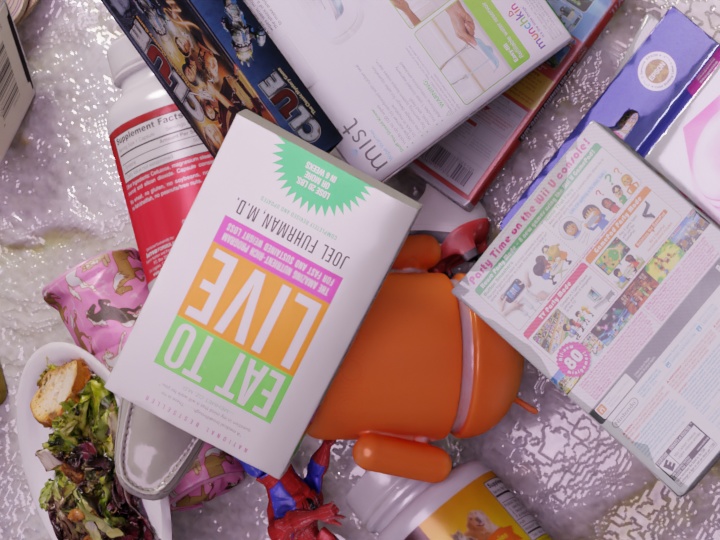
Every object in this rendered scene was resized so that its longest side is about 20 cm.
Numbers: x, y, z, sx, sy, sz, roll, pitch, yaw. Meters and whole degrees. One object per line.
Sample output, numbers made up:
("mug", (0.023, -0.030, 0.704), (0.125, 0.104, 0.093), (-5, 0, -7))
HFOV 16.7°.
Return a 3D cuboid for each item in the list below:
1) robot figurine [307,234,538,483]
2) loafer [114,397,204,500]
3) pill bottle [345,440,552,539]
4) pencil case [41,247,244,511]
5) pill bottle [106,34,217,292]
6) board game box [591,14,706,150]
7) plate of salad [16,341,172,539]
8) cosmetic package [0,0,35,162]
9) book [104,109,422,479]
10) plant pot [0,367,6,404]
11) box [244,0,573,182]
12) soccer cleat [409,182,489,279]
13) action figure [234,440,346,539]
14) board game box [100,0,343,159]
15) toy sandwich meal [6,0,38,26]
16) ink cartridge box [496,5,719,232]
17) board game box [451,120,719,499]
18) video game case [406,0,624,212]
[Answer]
("robot figurine", (0.025, 0.060, 1.668), (0.198, 0.144, 0.117), (0, 127, -12))
("loafer", (-0.120, 0.060, 1.663), (0.069, 0.070, 0.202), (17, 91, -1))
("pill bottle", (0.081, 0.210, 1.699), (0.109, 0.109, 0.200), (-44, 77, 11))
("pencil case", (-0.159, 0.080, 1.791), (0.086, 0.083, 0.201), (-28, 81, 16))
("pill bottle", (-0.119, -0.074, 1.766), (0.111, 0.112, 0.202), (-18, 81, 16))
("board game box", (0.215, -0.051, 1.682), (0.147, 0.064, 0.201), (31, 99, 15))
("plate of salad", (-0.202, 0.151, 1.771), (0.199, 0.048, 0.202), (25, 124, 44))
("cosmetic package", (-0.357, -0.148, 1.838), (0.198, 0.104, 0.088), (6, 49, 16))
("book", (-0.062, 0.016, 1.589), (0.133, 0.048, 0.201), (28, 102, 5))
("plant pot", (-0.409, 0.033, 1.821), (0.198, 0.176, 0.202), (-18, 84, 16))
("box", (0.017, -0.185, 1.664), (0.176, 0.097, 0.201), (-37, 93, 7))
("soccer cleat", (0.000, 0.000, 1.755), (0.199, 0.069, 0.086), (-33, 75, 10))
("action figure", (-0.058, 0.118, 1.726), (0.099, 0.065, 0.201), (-27, 99, 44))
("board game box", (-0.100, -0.142, 1.656), (0.035, 0.135, 0.201), (-35, 88, -21))
("toy sandwich meal", (-0.322, -0.265, 1.857), (0.203, 0.070, 0.207), (-1, 88, 17))
("ink cartridge box", (0.218, -0.040, 1.620), (0.200, 0.043, 0.197), (40, 100, 12))
("board game box", (0.181, 0.024, 1.578), (0.200, 0.064, 0.148), (43, 101, 12))
("video game case", (0.081, -0.161, 1.735), (0.143, 0.017, 0.201), (36, 90, 21))
